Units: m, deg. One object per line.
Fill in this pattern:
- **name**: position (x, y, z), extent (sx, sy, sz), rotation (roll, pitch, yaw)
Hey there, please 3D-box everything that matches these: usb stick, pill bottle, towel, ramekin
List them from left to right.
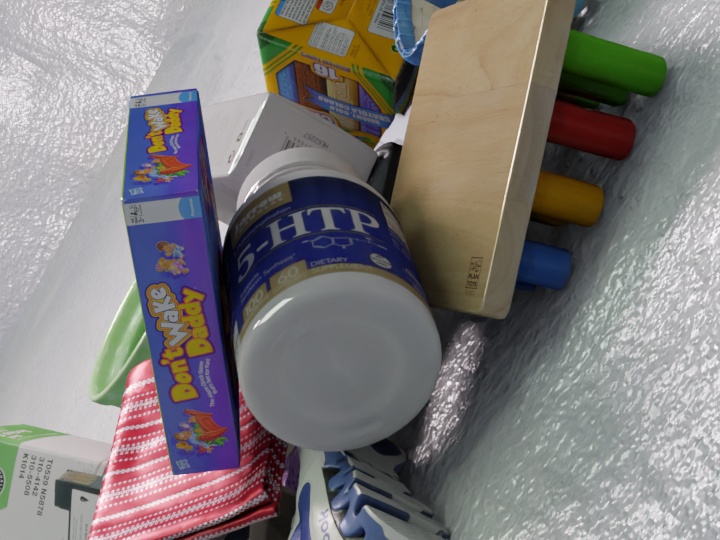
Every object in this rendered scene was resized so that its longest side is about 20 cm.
- **ramekin**: position (-0.183, 0.061, 1.501), extent (0.200, 0.097, 0.200), rotation (-52, 19, 27)
- **towel**: position (-0.112, 0.110, 1.008), extent (0.144, 0.023, 0.200), rotation (-21, 32, 16)
- **pill bottle**: position (-0.025, 0.007, 0.931), extent (0.120, 0.119, 0.200), rotation (-54, 25, 21)
- **usb stick**: position (0.000, 0.000, 1.059), extent (0.055, 0.032, 0.201), rotation (133, 154, -58)

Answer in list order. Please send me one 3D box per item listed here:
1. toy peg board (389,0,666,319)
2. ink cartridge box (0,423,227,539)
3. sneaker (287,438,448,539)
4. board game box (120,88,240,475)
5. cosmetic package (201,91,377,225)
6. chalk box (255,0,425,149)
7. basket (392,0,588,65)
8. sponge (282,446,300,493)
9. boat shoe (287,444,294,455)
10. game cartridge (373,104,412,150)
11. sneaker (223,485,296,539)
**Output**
- **toy peg board**: position (0.102, -0.067, 0.947), extent (0.200, 0.097, 0.200), rotation (-173, 95, -72)
- **ink cartridge box**: position (-0.191, 0.202, 1.081), extent (0.084, 0.199, 0.147), rotation (9, -91, -71)
- **sneaker**: position (-0.021, 0.163, 0.920), extent (0.115, 0.080, 0.199), rotation (-56, 20, 9)
- **board game box**: position (-0.110, 0.007, 0.937), extent (0.135, 0.045, 0.201), rotation (-100, 4, -58)
- **cosmetic package**: position (-0.078, -0.078, 1.141), extent (0.074, 0.101, 0.200), rotation (-65, 24, -8)
- **chalk box**: position (-0.004, -0.185, 1.279), extent (0.200, 0.123, 0.125), rotation (91, -159, -70)
- **basket**: position (0.058, -0.228, 1.092), extent (0.139, 0.199, 0.177), rotation (-52, 19, 27)
- **sponge**: position (-0.059, 0.127, 1.167), extent (0.112, 0.030, 0.201), rotation (-44, 25, 42)
- **boat shoe**: position (-0.091, 0.103, 1.119), extent (0.063, 0.071, 0.200), rotation (-41, 19, 17)
- **game cartridge**: position (0.020, -0.026, 1.124), extent (0.201, 0.040, 0.133), rotation (-58, 26, 2)
- **sneaker**: position (-0.066, 0.224, 0.974), extent (0.085, 0.075, 0.200), rotation (-53, 9, 20)
